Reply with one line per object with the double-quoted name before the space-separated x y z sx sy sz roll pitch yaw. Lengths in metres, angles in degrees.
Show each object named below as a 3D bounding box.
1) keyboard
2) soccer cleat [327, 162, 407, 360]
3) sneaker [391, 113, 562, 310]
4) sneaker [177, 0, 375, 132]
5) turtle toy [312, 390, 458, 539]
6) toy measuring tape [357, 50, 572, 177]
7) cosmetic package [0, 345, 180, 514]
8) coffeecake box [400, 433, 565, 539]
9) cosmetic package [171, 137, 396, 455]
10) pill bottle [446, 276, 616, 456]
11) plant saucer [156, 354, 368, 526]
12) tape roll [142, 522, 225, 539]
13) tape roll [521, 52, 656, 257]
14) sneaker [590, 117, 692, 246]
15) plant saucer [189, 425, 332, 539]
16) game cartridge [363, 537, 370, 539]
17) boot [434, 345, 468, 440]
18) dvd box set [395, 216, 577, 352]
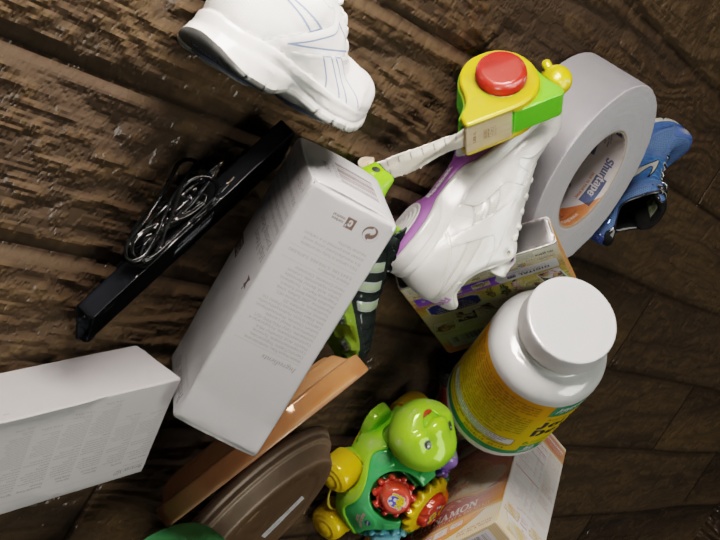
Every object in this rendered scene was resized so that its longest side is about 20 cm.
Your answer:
"keyboard" -0.122 -0.040 1.097 0.200 0.040 0.104 -46 178 -23
"soccer cleat" 0.000 0.000 1.310 0.081 0.067 0.200 -32 146 -25
"sneaker" 0.108 -0.056 1.394 0.200 0.100 0.075 -48 -163 -1
"sneaker" -0.035 -0.147 1.058 0.087 0.074 0.200 -62 156 4
"turtle toy" 0.038 0.192 1.588 0.146 0.101 0.200 -36 150 -35
"toy measuring tape" 0.078 -0.129 1.322 0.199 0.074 0.074 -22 146 -13
"cosmetic package" -0.210 0.107 1.085 0.200 0.051 0.083 -9 127 -58
"coffeecake box" 0.116 0.247 1.670 0.153 0.073 0.200 -33 -164 29
"cosmetic package" -0.059 0.017 1.159 0.200 0.074 0.102 -57 -162 15
"pill bottle" 0.158 0.086 1.501 0.113 0.113 0.200 -40 170 -29
"plant saucer" -0.081 0.128 1.293 0.200 0.032 0.200 -37 177 -2
"tape roll" -0.166 0.291 1.278 0.200 0.048 0.201 -40 151 -28
"tape roll" 0.193 -0.101 1.538 0.200 0.066 0.201 -41 152 -28
"sneaker" 0.286 -0.084 1.701 0.200 0.089 0.079 -39 153 -31
"plant saucer" -0.094 0.214 1.416 0.200 0.029 0.200 -42 164 -15
"game cartridge" -0.014 0.388 1.833 0.176 0.032 0.200 -51 157 -9
"boot" 0.154 0.072 1.690 0.200 0.072 0.145 -39 150 -23
"dvd box set" 0.124 0.017 1.510 0.146 0.030 0.200 -17 157 11
